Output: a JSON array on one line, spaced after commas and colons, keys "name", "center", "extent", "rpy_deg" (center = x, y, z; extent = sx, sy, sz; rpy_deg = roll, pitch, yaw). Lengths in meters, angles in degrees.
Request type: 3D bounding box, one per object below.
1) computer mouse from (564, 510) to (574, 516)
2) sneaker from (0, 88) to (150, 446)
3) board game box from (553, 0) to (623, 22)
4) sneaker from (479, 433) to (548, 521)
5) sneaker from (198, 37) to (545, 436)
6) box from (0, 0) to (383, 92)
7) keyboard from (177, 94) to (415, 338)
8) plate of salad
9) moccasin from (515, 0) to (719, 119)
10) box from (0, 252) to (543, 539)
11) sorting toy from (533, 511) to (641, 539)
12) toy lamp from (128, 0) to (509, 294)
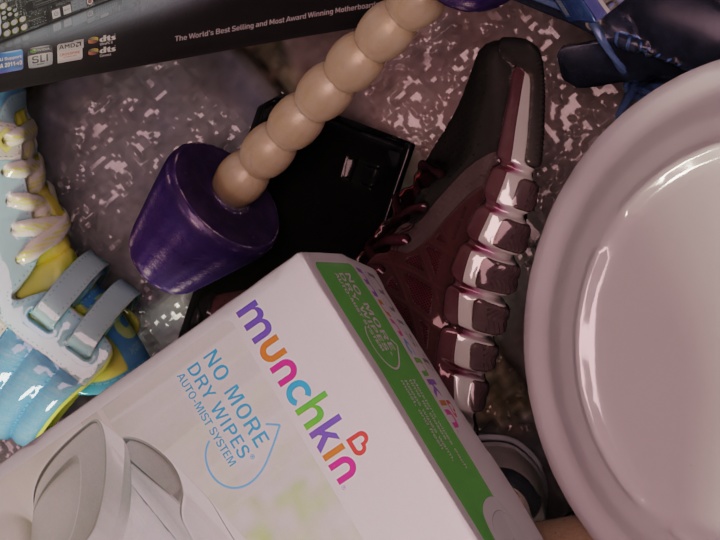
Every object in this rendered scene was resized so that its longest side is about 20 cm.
[{"name": "computer mouse", "center": [0.094, 0.079, 0.782], "extent": [0.034, 0.059, 0.201], "rpy_deg": [9, 95, 21]}, {"name": "sneaker", "center": [-0.134, -0.021, 0.785], "extent": [0.130, 0.080, 0.201], "rpy_deg": [20, 106, 6]}, {"name": "board game box", "center": [0.118, -0.204, 0.689], "extent": [0.200, 0.034, 0.136], "rpy_deg": [-38, 104, -5]}, {"name": "sneaker", "center": [0.023, 0.164, 0.787], "extent": [0.073, 0.071, 0.201], "rpy_deg": [17, 97, 4]}, {"name": "sneaker", "center": [0.000, 0.000, 0.727], "extent": [0.115, 0.076, 0.201], "rpy_deg": [13, 89, 0]}, {"name": "box", "center": [-0.078, -0.156, 0.703], "extent": [0.199, 0.050, 0.158], "rpy_deg": [-13, 129, -22]}, {"name": "keyboard", "center": [-0.025, 0.035, 0.807], "extent": [0.104, 0.040, 0.201], "rpy_deg": [23, 97, 25]}, {"name": "plate of salad", "center": [0.146, 0.026, 0.649], "extent": [0.199, 0.048, 0.201], "rpy_deg": [1, 92, 36]}, {"name": "moccasin", "center": [0.101, -0.102, 0.762], "extent": [0.200, 0.080, 0.068], "rpy_deg": [36, 103, 16]}, {"name": "box", "center": [-0.024, 0.126, 0.653], "extent": [0.176, 0.097, 0.200], "rpy_deg": [-34, 78, 12]}, {"name": "sorting toy", "center": [0.077, 0.192, 0.693], "extent": [0.184, 0.036, 0.201], "rpy_deg": [-11, 82, 10]}, {"name": "toy lamp", "center": [-0.022, -0.060, 0.744], "extent": [0.058, 0.058, 0.200], "rpy_deg": [46, 124, 0]}]
